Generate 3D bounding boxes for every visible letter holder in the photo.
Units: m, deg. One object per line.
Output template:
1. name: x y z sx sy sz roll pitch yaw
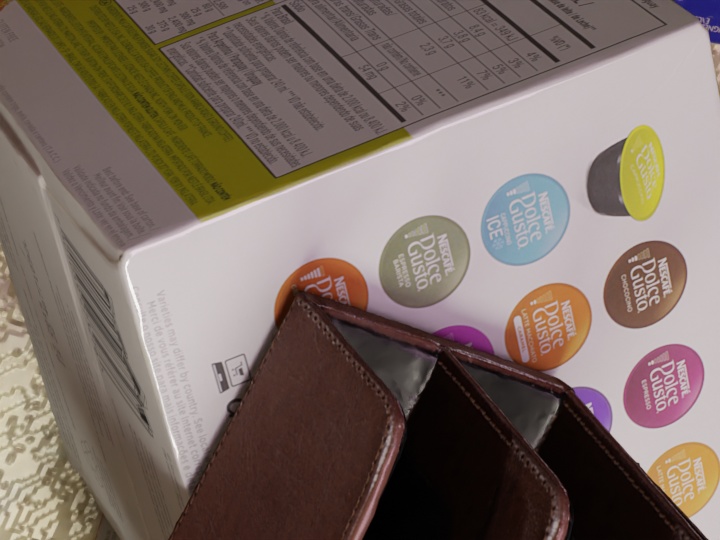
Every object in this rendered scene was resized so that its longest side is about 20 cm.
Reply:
1. letter holder: 0.002 0.133 0.798 0.101 0.142 0.200 19 106 -30

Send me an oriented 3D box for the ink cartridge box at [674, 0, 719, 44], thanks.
1. ink cartridge box: 0.132 -0.171 1.006 0.095 0.037 0.200 6 119 -23

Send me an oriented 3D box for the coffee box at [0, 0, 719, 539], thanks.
1. coffee box: 0.000 0.000 0.938 0.198 0.200 0.200 -22 122 -14

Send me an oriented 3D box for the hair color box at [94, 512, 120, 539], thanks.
1. hair color box: 0.002 0.120 1.009 0.200 0.102 0.061 -9 112 8
